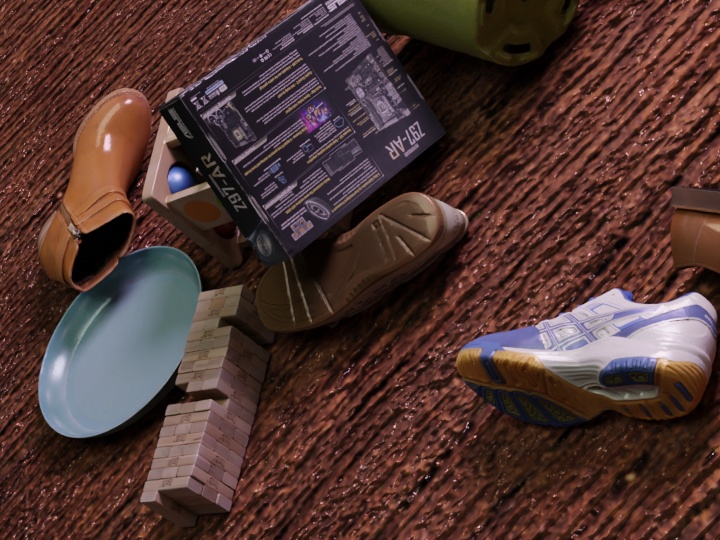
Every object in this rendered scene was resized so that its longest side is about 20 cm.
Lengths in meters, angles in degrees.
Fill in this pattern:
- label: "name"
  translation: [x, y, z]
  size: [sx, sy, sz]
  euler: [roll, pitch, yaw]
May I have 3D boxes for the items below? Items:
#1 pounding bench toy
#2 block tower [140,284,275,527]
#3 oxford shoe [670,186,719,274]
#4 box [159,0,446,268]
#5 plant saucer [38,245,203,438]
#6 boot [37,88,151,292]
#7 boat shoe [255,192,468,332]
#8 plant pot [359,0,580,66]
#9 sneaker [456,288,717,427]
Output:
- label: "pounding bench toy"
  translation: [-0.093, -0.127, 1.653]
  size: [0.156, 0.124, 0.200]
  euler: [-16, 49, 35]
- label: "block tower"
  translation: [-0.124, 0.113, 1.545]
  size: [0.058, 0.054, 0.200]
  euler: [-11, 53, 39]
- label: "oxford shoe"
  translation: [0.299, -0.013, 1.251]
  size: [0.200, 0.071, 0.071]
  euler: [10, 96, 46]
- label: "box"
  translation: [-0.044, -0.124, 1.521]
  size: [0.200, 0.160, 0.044]
  euler: [-41, 12, -30]
- label: "plant saucer"
  translation: [-0.215, 0.069, 1.689]
  size: [0.200, 0.027, 0.200]
  euler: [-25, 45, 28]
- label: "boot"
  translation: [-0.247, -0.076, 1.769]
  size: [0.200, 0.077, 0.155]
  euler: [-57, 23, 0]
- label: "boat shoe"
  translation: [0.000, 0.000, 1.523]
  size: [0.200, 0.063, 0.073]
  euler: [-25, 71, 31]
- label: "plant pot"
  translation: [0.084, -0.264, 1.558]
  size: [0.200, 0.200, 0.190]
  euler: [-52, 48, -3]
- label: "sneaker"
  translation: [0.165, 0.058, 1.313]
  size: [0.200, 0.075, 0.088]
  euler: [0, 48, 36]
